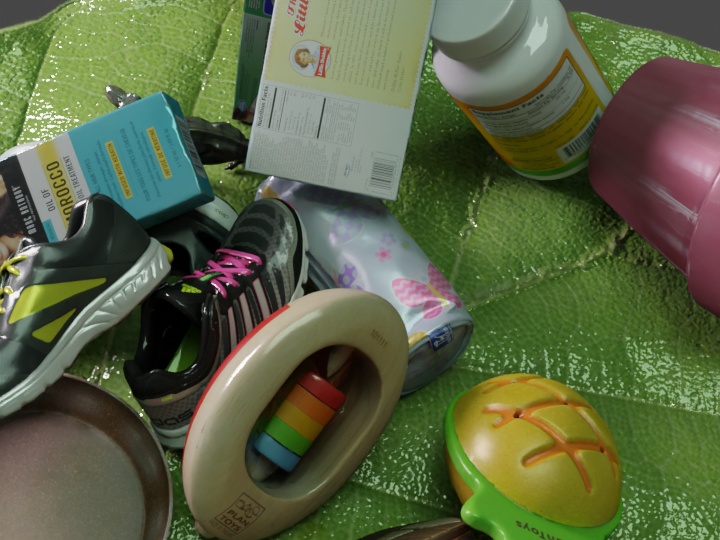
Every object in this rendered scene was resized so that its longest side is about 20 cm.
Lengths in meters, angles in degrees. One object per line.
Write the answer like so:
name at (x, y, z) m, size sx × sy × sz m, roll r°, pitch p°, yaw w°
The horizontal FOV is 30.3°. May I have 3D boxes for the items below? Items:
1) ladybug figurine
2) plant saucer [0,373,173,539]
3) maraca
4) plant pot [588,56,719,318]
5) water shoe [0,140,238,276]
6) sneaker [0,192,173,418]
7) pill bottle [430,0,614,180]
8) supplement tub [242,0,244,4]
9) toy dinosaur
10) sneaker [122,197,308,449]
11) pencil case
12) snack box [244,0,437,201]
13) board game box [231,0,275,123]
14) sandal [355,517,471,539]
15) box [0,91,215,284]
ladybug figurine at (-0.052, 0.094, 0.908) m, size 0.200 × 0.136 × 0.072 m, roll -50°, pitch 38°, yaw -6°
plant saucer at (-0.225, 0.160, 0.889) m, size 0.199 × 0.035 × 0.201 m, roll 4°, pitch 55°, yaw -6°
maraca at (0.118, 0.141, 0.897) m, size 0.136 × 0.108 × 0.200 m, roll 20°, pitch 25°, yaw -7°
plant pot at (0.289, -0.077, 1.061) m, size 0.200 × 0.201 × 0.179 m, roll -34°, pitch 51°, yaw -28°
water shoe at (-0.192, -0.039, 1.013) m, size 0.199 × 0.072 × 0.079 m, roll 15°, pitch 61°, yaw 4°
sneaker at (-0.221, 0.027, 0.895) m, size 0.200 × 0.074 × 0.085 m, roll -45°, pitch 106°, yaw -27°
pill bottle at (0.124, -0.164, 1.063) m, size 0.110 × 0.200 × 0.112 m, roll -13°, pitch 60°, yaw 24°
supplement tub at (-0.047, -0.281, 1.162) m, size 0.145 × 0.146 × 0.201 m, roll -17°, pitch 60°, yaw -21°
toy dinosaur at (-0.112, -0.098, 1.055) m, size 0.199 × 0.088 × 0.048 m, roll 10°, pitch 76°, yaw -22°
sneaker at (-0.103, 0.024, 0.943) m, size 0.073 × 0.088 × 0.201 m, roll 15°, pitch 67°, yaw 32°
pencil case at (0.000, 0.000, 1.011) m, size 0.090 × 0.083 × 0.200 m, roll -28°, pitch 64°, yaw -17°
snack box at (-0.010, -0.160, 0.970) m, size 0.115 × 0.202 × 0.037 m, roll 12°, pitch 9°, yaw 1°
board game box at (-0.029, -0.184, 1.062) m, size 0.134 × 0.201 × 0.029 m, roll 14°, pitch 50°, yaw 0°
sandal at (-0.011, 0.221, 0.863) m, size 0.199 × 0.080 × 0.054 m, roll -30°, pitch 98°, yaw -23°
box at (-0.214, -0.053, 0.968) m, size 0.199 × 0.049 × 0.083 m, roll -23°, pitch 86°, yaw 4°
